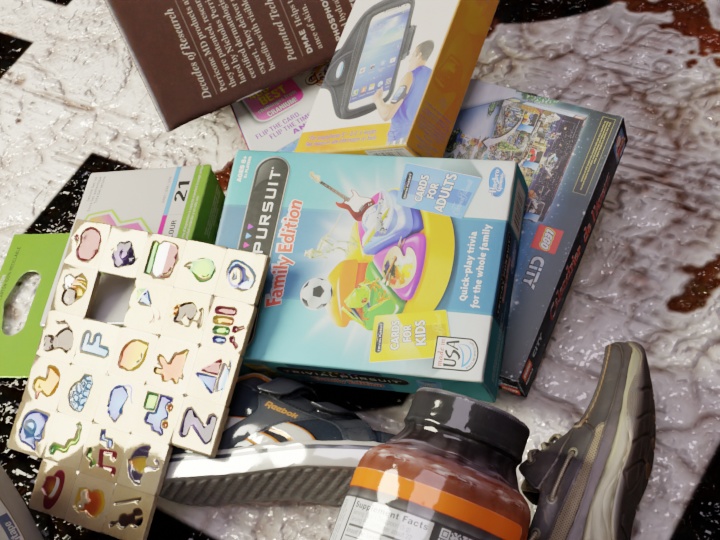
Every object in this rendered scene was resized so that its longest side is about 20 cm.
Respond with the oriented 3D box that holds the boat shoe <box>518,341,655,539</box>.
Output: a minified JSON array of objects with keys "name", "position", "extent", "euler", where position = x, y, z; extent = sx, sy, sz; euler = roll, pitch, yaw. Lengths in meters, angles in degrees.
[{"name":"boat shoe","position":[0.130,0.126,0.812],"extent":[0.073,0.075,0.200],"euler":[5,54,22]}]

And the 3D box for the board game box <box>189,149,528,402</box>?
[{"name":"board game box","position":[0.000,0.000,0.898],"extent":[0.200,0.047,0.151],"euler":[4,70,19]}]

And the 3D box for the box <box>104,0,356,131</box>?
[{"name":"box","position":[-0.105,-0.243,1.089],"extent":[0.200,0.164,0.166],"euler":[-25,27,-2]}]

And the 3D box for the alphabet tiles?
[{"name":"alphabet tiles","position":[-0.154,0.073,0.900],"extent":[0.167,0.008,0.200],"euler":[11,82,30]}]

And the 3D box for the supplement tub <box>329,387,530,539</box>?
[{"name":"supplement tub","position":[0.031,0.170,0.761],"extent":[0.107,0.107,0.200],"euler":[14,74,28]}]

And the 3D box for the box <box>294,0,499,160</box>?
[{"name":"box","position":[0.034,-0.163,0.976],"extent":[0.119,0.041,0.200],"euler":[0,65,47]}]

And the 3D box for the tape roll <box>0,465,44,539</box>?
[{"name":"tape roll","position":[-0.240,0.181,0.810],"extent":[0.066,0.200,0.200],"euler":[-28,50,-4]}]

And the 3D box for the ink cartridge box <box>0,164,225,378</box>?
[{"name":"ink cartridge box","position":[-0.207,0.004,1.019],"extent":[0.200,0.076,0.148],"euler":[-2,53,16]}]

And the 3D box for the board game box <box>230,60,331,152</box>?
[{"name":"board game box","position":[-0.008,-0.097,1.054],"extent":[0.153,0.040,0.200],"euler":[-23,50,0]}]

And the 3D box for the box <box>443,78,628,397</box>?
[{"name":"box","position":[0.085,-0.029,0.932],"extent":[0.136,0.038,0.200],"euler":[18,75,22]}]

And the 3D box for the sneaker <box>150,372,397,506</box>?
[{"name":"sneaker","position":[-0.042,0.107,0.881],"extent":[0.200,0.078,0.080],"euler":[-2,58,19]}]
